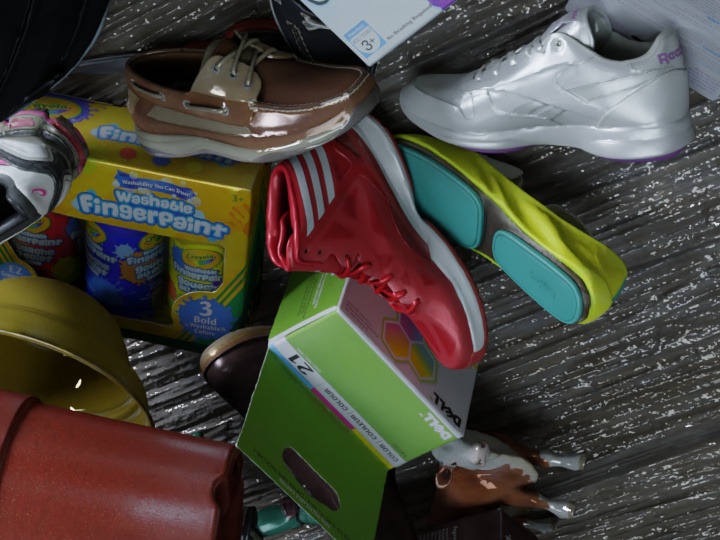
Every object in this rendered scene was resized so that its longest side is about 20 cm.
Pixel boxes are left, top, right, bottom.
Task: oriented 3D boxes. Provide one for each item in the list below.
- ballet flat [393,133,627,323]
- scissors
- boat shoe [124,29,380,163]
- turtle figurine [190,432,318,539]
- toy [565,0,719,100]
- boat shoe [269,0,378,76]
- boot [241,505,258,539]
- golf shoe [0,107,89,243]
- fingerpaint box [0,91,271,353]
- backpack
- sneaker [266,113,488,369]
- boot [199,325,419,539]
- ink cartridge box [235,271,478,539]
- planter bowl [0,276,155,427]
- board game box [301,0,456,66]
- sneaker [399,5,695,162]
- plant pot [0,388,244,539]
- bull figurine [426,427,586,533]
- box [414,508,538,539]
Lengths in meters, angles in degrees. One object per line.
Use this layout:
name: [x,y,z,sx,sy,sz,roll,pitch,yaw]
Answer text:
ballet flat: [0.103,-0.037,1.203,0.200,0.067,0.067,40,145,26]
scissors: [-0.123,-0.153,1.211,0.199,0.014,0.073,11,133,6]
boat shoe: [-0.080,-0.119,1.153,0.199,0.076,0.072,-1,126,32]
turtle figurine: [-0.109,0.217,1.456,0.199,0.101,0.150,2,135,1]
toy: [0.213,-0.202,1.055,0.115,0.047,0.200,33,149,5]
boat shoe: [-0.025,-0.191,1.116,0.073,0.060,0.201,-10,127,0]
boot: [-0.160,0.223,1.360,0.130,0.068,0.200,18,149,-13]
golf shoe: [-0.282,-0.047,1.192,0.199,0.092,0.073,-19,120,32]
fingerpaint box: [-0.172,-0.033,1.278,0.199,0.074,0.167,12,131,4]
backpack: [-0.228,-0.197,1.094,0.150,0.178,0.201,31,131,14]
sneaker: [0.000,0.000,1.205,0.201,0.115,0.078,60,152,-5]
boot: [-0.027,0.134,1.285,0.072,0.167,0.200,-38,145,14]
ink cartridge box: [0.004,0.088,1.251,0.076,0.201,0.148,-28,118,31]
planter bowl: [-0.235,0.062,1.268,0.199,0.084,0.201,9,147,6]
board game box: [0.023,-0.229,0.989,0.103,0.200,0.105,42,126,-20]
sneaker: [0.121,-0.127,1.134,0.199,0.075,0.100,5,116,23]
plant pot: [-0.184,0.180,1.180,0.194,0.201,0.202,6,130,3]
bull figurine: [0.107,0.172,1.367,0.121,0.065,0.200,14,150,2]
box: [0.050,0.259,1.378,0.199,0.075,0.100,-21,138,28]
